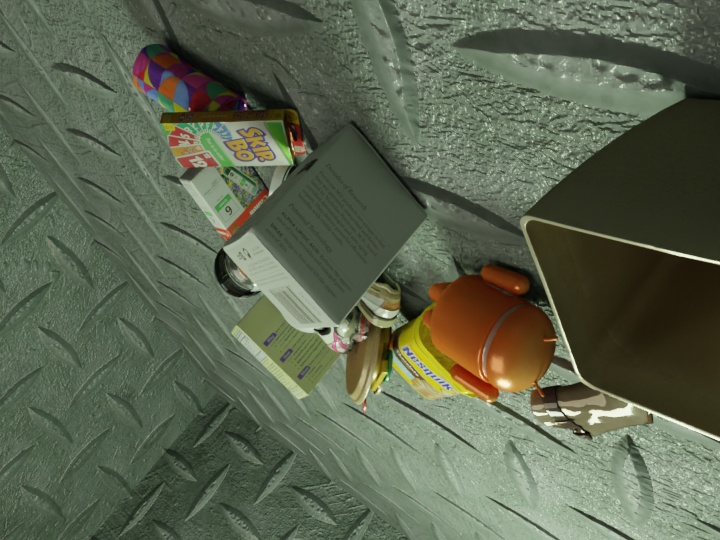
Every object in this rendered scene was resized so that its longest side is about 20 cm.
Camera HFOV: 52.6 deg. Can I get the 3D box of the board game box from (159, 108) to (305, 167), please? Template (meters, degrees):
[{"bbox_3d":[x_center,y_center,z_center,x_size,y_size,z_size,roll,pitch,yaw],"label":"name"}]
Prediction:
[{"bbox_3d":[-0.180,-0.190,1.050,0.194,0.031,0.096,-3,148,4],"label":"board game box"}]

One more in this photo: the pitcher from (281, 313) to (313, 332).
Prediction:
[{"bbox_3d":[-0.086,0.035,1.304,0.172,0.119,0.203,47,157,35],"label":"pitcher"}]

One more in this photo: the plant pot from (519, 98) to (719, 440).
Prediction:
[{"bbox_3d":[0.266,-0.010,0.530,0.197,0.178,0.202,20,150,45],"label":"plant pot"}]

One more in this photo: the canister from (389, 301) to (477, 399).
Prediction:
[{"bbox_3d":[0.125,0.139,1.183,0.148,0.087,0.200,44,160,-1],"label":"canister"}]

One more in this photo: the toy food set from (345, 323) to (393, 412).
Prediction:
[{"bbox_3d":[0.014,0.139,1.273,0.047,0.203,0.201,10,149,-11],"label":"toy food set"}]

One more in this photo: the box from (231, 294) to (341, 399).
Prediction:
[{"bbox_3d":[-0.132,0.125,1.485,0.200,0.177,0.097,43,158,-4],"label":"box"}]

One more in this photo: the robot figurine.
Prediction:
[{"bbox_3d":[0.168,0.081,0.941,0.198,0.145,0.117,30,167,45],"label":"robot figurine"}]

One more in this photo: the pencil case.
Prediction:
[{"bbox_3d":[-0.259,-0.270,1.114,0.198,0.089,0.089,36,158,19],"label":"pencil case"}]

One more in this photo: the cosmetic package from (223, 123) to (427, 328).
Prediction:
[{"bbox_3d":[-0.050,-0.052,0.981,0.165,0.201,0.164,46,158,-13],"label":"cosmetic package"}]

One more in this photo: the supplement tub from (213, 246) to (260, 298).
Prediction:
[{"bbox_3d":[-0.222,-0.016,1.459,0.123,0.123,0.199,45,159,-9],"label":"supplement tub"}]

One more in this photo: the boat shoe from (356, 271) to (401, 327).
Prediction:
[{"bbox_3d":[0.000,0.000,1.176,0.200,0.074,0.070,45,128,30],"label":"boat shoe"}]

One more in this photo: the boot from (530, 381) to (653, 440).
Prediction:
[{"bbox_3d":[0.281,0.157,0.891,0.142,0.072,0.201,-5,146,22],"label":"boot"}]

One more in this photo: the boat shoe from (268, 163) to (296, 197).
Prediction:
[{"bbox_3d":[-0.105,-0.076,1.160,0.066,0.072,0.205,15,118,19],"label":"boat shoe"}]

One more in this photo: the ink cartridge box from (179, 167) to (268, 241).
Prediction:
[{"bbox_3d":[-0.215,-0.118,1.277,0.050,0.109,0.202,14,145,49],"label":"ink cartridge box"}]

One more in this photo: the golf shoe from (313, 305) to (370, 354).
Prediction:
[{"bbox_3d":[-0.041,0.091,1.240,0.089,0.075,0.200,13,160,-9],"label":"golf shoe"}]
